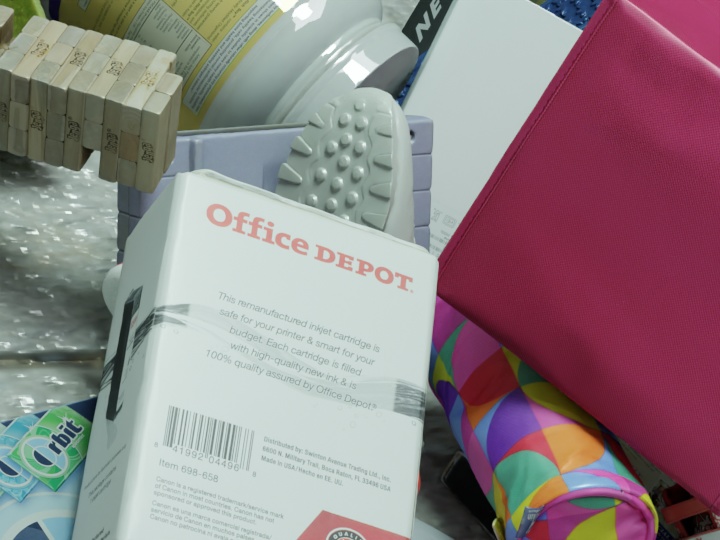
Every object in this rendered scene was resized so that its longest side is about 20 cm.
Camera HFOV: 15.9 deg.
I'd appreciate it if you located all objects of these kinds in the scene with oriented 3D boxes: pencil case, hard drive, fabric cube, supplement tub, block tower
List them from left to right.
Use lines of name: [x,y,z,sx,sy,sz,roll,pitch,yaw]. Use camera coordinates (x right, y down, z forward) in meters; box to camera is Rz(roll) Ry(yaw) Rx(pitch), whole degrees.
block tower: [-0.189,-0.100,1.331,0.199,0.058,0.054,17,40,8]
supplement tub: [-0.078,-0.150,1.523,0.200,0.146,0.145,43,38,10]
hard drive: [0.077,-0.058,1.530,0.131,0.026,0.201,28,82,-9]
pencil case: [0.089,0.088,1.389,0.088,0.089,0.200,14,32,-25]
fabric cube: [0.189,-0.026,1.384,0.199,0.197,0.200,36,23,12]

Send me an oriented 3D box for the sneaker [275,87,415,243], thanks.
sneaker: [0.000,0.000,1.405,0.076,0.201,0.080,15,12,37]

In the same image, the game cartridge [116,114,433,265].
game cartridge: [-0.044,-0.016,1.423,0.199,0.131,0.038,-7,10,-36]

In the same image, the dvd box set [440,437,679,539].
dvd box set: [0.156,0.131,1.490,0.146,0.029,0.200,47,39,16]

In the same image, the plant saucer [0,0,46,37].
plant saucer: [-0.274,-0.142,1.445,0.199,0.048,0.201,3,47,-35]

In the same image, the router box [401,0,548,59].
router box: [0.132,-0.176,1.665,0.156,0.200,0.052,14,39,-24]

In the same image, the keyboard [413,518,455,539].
keyboard: [-0.017,0.127,1.376,0.199,0.011,0.056,29,30,-7]

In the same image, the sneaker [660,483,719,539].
sneaker: [0.192,0.178,1.395,0.108,0.067,0.202,53,41,-15]

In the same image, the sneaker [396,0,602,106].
sneaker: [0.107,-0.118,1.629,0.078,0.199,0.070,55,16,-38]

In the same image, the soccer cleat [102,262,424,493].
soccer cleat: [-0.058,0.071,1.323,0.200,0.069,0.085,39,50,-2]

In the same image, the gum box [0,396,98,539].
gum box: [-0.116,0.156,1.245,0.169,0.045,0.200,-13,57,-45]

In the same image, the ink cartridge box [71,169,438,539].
ink cartridge box: [-0.049,0.072,1.237,0.144,0.084,0.201,19,59,-19]
